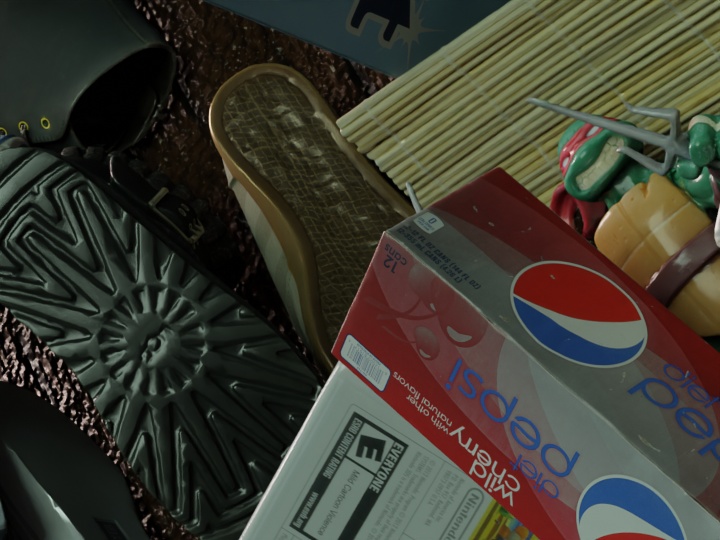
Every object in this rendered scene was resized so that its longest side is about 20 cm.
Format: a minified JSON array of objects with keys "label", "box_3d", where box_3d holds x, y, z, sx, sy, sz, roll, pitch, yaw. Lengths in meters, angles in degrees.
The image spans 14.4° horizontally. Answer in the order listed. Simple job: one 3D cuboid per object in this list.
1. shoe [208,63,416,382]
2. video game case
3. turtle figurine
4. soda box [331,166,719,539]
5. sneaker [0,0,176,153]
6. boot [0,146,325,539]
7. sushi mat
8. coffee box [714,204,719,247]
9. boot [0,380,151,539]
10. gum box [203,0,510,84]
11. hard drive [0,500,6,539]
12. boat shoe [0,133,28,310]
[{"label":"shoe","box_3d":[0.000,0.000,1.170,0.070,0.053,0.201,-26,60,-4]},{"label":"video game case","box_3d":[0.027,0.156,1.029,0.181,0.023,0.201,31,110,6]},{"label":"turtle figurine","box_3d":[0.114,0.001,1.028,0.200,0.100,0.150,48,129,21]},{"label":"soda box","box_3d":[0.088,0.057,0.962,0.200,0.070,0.064,42,133,19]},{"label":"sneaker","box_3d":[-0.172,-0.058,1.317,0.200,0.075,0.106,-53,49,16]},{"label":"boot","box_3d":[-0.074,0.027,1.174,0.079,0.158,0.211,-41,86,4]},{"label":"sushi mat","box_3d":[0.092,-0.075,1.077,0.200,0.096,0.012,-33,29,31]},{"label":"coffee box","box_3d":[0.257,-0.070,0.852,0.199,0.197,0.201,10,85,45]},{"label":"boot","box_3d":[-0.135,0.141,1.229,0.096,0.073,0.200,-54,47,17]},{"label":"gum box","box_3d":[0.023,-0.161,1.087,0.044,0.200,0.171,29,97,43]},{"label":"hard drive","box_3d":[-0.201,0.096,1.264,0.200,0.042,0.135,-119,33,-49]},{"label":"boat shoe","box_3d":[-0.206,0.007,1.217,0.072,0.073,0.200,10,42,21]}]
